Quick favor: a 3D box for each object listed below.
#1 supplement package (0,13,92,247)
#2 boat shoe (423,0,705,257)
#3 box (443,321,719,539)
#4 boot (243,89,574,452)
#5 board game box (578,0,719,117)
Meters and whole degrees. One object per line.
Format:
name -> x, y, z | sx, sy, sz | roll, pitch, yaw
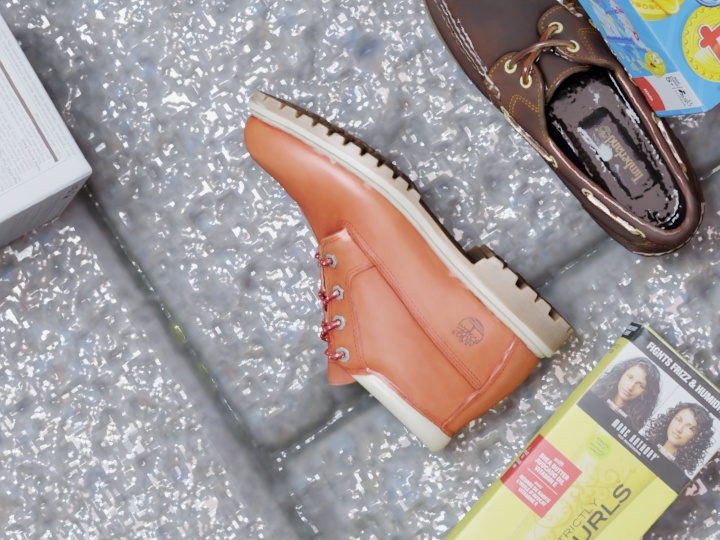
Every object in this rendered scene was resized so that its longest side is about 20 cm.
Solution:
supplement package -> -0.250, -0.038, 1.324 | 0.200, 0.110, 0.114 | -29, 88, -18
boat shoe -> 0.104, -0.094, 1.366 | 0.070, 0.070, 0.200 | -41, 87, 2
box -> 0.101, 0.123, 1.372 | 0.075, 0.050, 0.200 | 42, 91, 1
boot -> 0.000, 0.000, 1.367 | 0.200, 0.075, 0.107 | 43, 95, 0
board game box -> 0.174, -0.212, 1.328 | 0.200, 0.056, 0.196 | -40, 102, -14
